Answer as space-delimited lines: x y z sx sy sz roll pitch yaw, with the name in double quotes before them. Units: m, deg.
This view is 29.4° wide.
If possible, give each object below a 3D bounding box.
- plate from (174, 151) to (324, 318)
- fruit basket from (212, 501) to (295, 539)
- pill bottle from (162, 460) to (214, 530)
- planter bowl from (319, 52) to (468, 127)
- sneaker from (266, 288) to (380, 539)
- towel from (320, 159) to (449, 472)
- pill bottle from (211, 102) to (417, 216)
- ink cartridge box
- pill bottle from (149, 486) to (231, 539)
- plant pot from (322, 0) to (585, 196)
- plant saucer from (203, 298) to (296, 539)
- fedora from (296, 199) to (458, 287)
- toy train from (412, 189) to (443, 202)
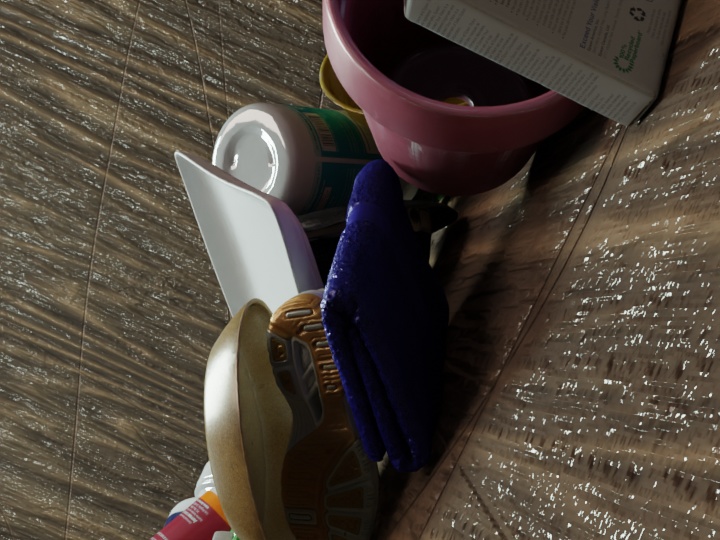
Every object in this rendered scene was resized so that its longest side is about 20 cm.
"plate" -0.072 0.007 1.095 0.032 0.200 0.200 -27 27 -19
"fruit basket" -0.100 0.296 1.058 0.185 0.093 0.201 -77 10 -62
"pill bottle" -0.144 0.289 1.331 0.120 0.119 0.201 123 170 -54
"planter bowl" 0.070 -0.161 1.227 0.201 0.199 0.084 -72 -27 -47
"sneaker" -0.012 0.109 0.986 0.088 0.075 0.201 -28 -63 -65
"towel" 0.015 0.029 0.946 0.049 0.148 0.200 -17 25 16
"pill bottle" -0.032 -0.092 1.259 0.200 0.111 0.111 -1 -55 -50
"ink cartridge box" 0.099 -0.205 0.805 0.197 0.199 0.043 -68 7 -32
"pill bottle" -0.162 0.289 1.185 0.200 0.113 0.113 -39 -2 -17
"plant pot" 0.073 -0.148 0.957 0.179 0.199 0.201 90 -160 -65
"plant saucer" -0.077 0.122 1.002 0.200 0.035 0.201 -9 -90 -81
"fedora" 0.000 0.000 1.200 0.201 0.200 0.092 141 121 -76
"toy train" 0.069 -0.083 1.347 0.200 0.042 0.056 -63 -4 27
